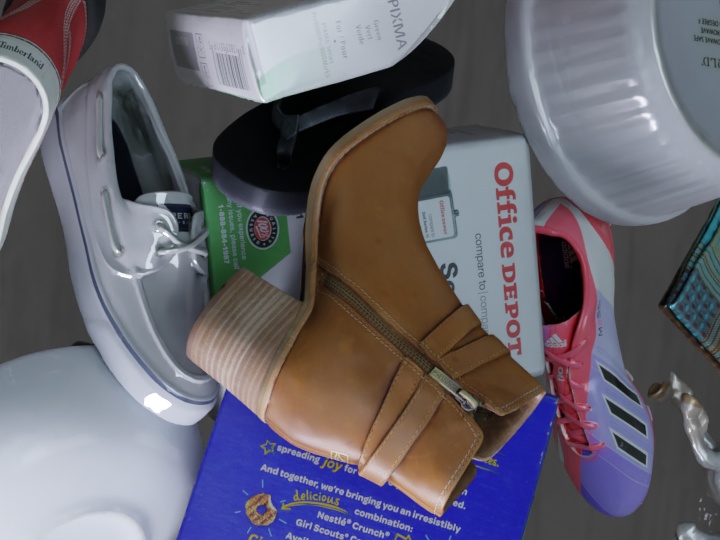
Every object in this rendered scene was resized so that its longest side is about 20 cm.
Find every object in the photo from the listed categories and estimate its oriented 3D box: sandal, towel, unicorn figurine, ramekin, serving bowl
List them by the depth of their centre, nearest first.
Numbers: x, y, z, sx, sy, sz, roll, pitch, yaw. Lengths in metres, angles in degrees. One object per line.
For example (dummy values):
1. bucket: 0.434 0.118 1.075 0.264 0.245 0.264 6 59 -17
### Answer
1. serving bowl: -0.166 0.137 1.031 0.199 0.066 0.201 -23 140 -21
2. sandal: -0.017 -0.092 1.063 0.200 0.076 0.043 -45 149 -47
3. ramekin: 0.183 -0.131 1.117 0.201 0.094 0.205 6 81 -42
4. towel: 0.276 -0.009 1.213 0.147 0.022 0.201 43 63 -20
5. unicorn figurine: 0.240 0.108 1.222 0.200 0.074 0.138 -44 111 -9

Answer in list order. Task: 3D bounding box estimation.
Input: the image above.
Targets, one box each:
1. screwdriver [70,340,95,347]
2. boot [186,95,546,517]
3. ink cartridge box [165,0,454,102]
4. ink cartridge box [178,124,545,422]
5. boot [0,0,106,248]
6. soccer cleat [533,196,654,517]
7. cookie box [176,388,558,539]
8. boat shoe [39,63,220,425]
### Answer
1. screwdriver: -0.193 0.133 1.093 0.028 0.029 0.202 24 89 -21
2. boot: 0.029 0.014 0.958 0.154 0.077 0.200 31 56 16
3. ink cartridge box: 0.008 -0.141 1.053 0.198 0.161 0.051 -15 103 -18
4. ink cartridge box: 0.000 0.000 1.113 0.198 0.083 0.148 -9 101 -18
5. boot: -0.199 -0.075 1.038 0.072 0.145 0.200 30 125 -11
6. soccer cleat: 0.131 0.056 1.168 0.076 0.066 0.202 -20 104 -58
7. cookie box: -0.004 0.142 0.990 0.170 0.075 0.202 17 73 4
8. boat shoe: -0.115 -0.018 1.023 0.073 0.065 0.201 0 59 -51
